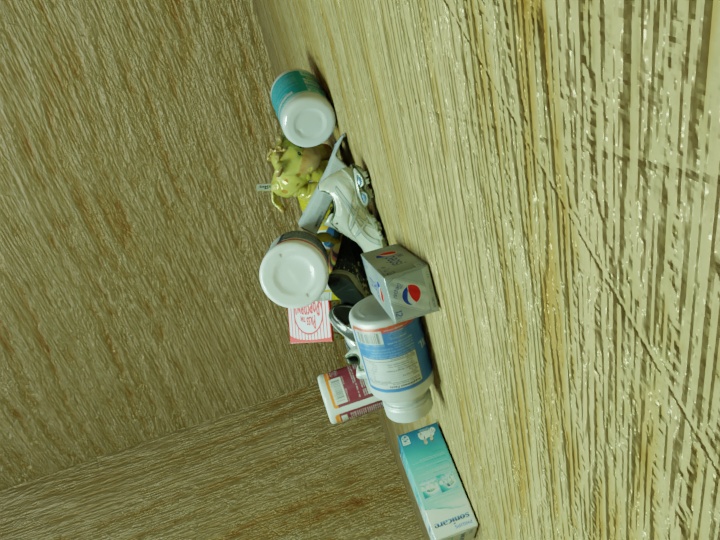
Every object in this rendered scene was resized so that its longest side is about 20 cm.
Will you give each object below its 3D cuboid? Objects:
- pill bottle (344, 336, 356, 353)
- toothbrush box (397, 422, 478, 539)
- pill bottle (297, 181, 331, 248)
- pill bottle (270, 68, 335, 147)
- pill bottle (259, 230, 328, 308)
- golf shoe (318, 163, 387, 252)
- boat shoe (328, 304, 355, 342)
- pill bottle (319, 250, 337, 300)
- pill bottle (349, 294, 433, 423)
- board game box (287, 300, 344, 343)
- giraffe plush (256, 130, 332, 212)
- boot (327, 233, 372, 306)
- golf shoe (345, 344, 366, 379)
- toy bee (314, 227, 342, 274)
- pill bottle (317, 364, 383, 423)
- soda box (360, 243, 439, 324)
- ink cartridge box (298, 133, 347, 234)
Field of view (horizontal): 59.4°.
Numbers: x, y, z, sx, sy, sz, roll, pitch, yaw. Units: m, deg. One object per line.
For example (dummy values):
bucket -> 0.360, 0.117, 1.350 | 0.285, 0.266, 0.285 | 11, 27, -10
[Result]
pill bottle -> 0.018, 0.152, 1.495 | 0.200, 0.113, 0.113 | 89, 162, -72
toothbrush box -> 0.144, 0.414, 1.203 | 0.146, 0.085, 0.200 | 80, 169, -59
pill bottle -> -0.096, -0.162, 1.638 | 0.113, 0.113, 0.200 | -116, 10, -60
pill bottle -> -0.125, -0.348, 1.313 | 0.200, 0.111, 0.111 | -114, 8, -48
pill bottle -> -0.118, -0.011, 1.168 | 0.200, 0.119, 0.120 | -102, -5, -77
golf shoe -> -0.014, -0.083, 1.118 | 0.078, 0.097, 0.200 | -130, 21, -72
boat shoe -> 0.031, 0.115, 1.152 | 0.200, 0.067, 0.057 | 35, 146, 11
pill bottle -> -0.084, 0.012, 1.432 | 0.113, 0.200, 0.113 | 175, 90, -83
pill bottle -> 0.058, 0.144, 1.033 | 0.112, 0.112, 0.200 | -119, 12, -66
board game box -> -0.115, 0.077, 1.558 | 0.151, 0.046, 0.200 | -9, 84, 41
giraffe plush -> -0.143, -0.241, 1.411 | 0.162, 0.200, 0.173 | 96, 155, -67
boot -> 0.001, 0.000, 1.226 | 0.204, 0.073, 0.154 | 61, -143, -58
golf shoe -> 0.045, 0.207, 1.286 | 0.200, 0.097, 0.078 | 36, 149, 53
toy bee -> -0.031, -0.074, 1.289 | 0.109, 0.131, 0.200 | -13, 84, 61
pill bottle -> 0.014, 0.259, 1.416 | 0.114, 0.200, 0.114 | 163, 90, -85
soda box -> 0.052, 0.014, 0.911 | 0.200, 0.063, 0.068 | -131, 25, -77
ink cartridge box -> -0.068, -0.173, 1.292 | 0.200, 0.041, 0.200 | -65, 8, 4
